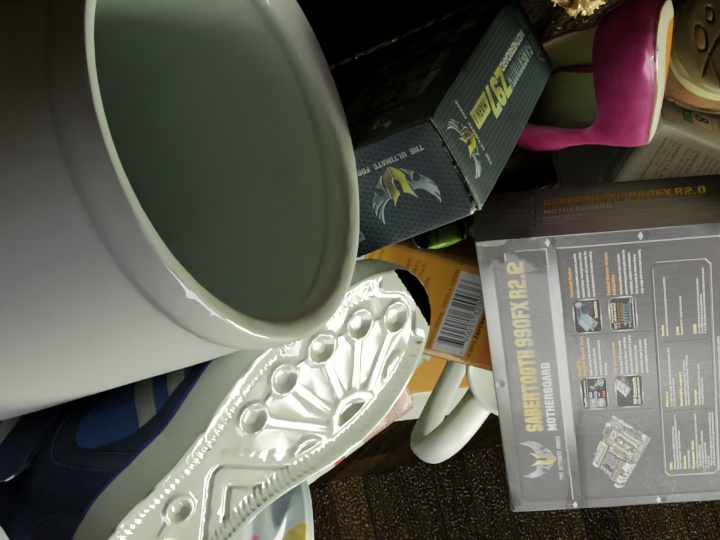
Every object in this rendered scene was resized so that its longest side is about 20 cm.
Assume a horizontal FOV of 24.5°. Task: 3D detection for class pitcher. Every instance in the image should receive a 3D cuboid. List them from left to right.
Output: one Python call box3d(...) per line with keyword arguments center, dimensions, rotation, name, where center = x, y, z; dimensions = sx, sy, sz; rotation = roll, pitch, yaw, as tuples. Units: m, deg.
box3d(center=(0.094, 0.037, 1.127), dimensions=(0.171, 0.121, 0.200), rotation=(-42, -165, 13), name="pitcher")

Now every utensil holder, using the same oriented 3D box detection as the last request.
box3d(center=(-0.126, -0.030, 0.664), dimensions=(0.198, 0.172, 0.169), rotation=(-18, 167, 30), name="utensil holder")

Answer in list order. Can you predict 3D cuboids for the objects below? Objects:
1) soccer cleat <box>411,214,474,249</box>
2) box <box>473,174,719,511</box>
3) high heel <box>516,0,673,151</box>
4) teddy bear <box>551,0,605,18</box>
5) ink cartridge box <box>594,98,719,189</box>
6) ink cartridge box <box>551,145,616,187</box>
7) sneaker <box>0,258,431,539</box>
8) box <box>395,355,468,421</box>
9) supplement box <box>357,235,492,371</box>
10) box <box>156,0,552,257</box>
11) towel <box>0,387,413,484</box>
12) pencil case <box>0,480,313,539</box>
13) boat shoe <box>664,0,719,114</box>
box3d(center=(0.041, -0.048, 0.957), dimensions=(0.067, 0.082, 0.200), rotation=(-16, 167, 10), name="soccer cleat")
box3d(center=(0.152, 0.046, 0.944), dimensions=(0.156, 0.202, 0.049), rotation=(-5, -146, 10), name="box")
box3d(center=(0.101, -0.099, 0.830), dimensions=(0.095, 0.068, 0.200), rotation=(9, 178, 3), name="high heel")
box3d(center=(0.121, -0.148, 0.637), dimensions=(0.144, 0.067, 0.200), rotation=(-20, 167, 18), name="teddy bear")
box3d(center=(0.220, 0.003, 0.965), dimensions=(0.198, 0.050, 0.162), rotation=(21, 125, -11), name="ink cartridge box")
box3d(center=(0.214, -0.063, 1.068), dimensions=(0.145, 0.085, 0.200), rotation=(-16, 167, 16), name="ink cartridge box")
box3d(center=(-0.080, 0.050, 0.735), dimensions=(0.200, 0.081, 0.146), rotation=(-44, -141, -14), name="sneaker")
box3d(center=(0.022, 0.043, 1.231), dimensions=(0.199, 0.126, 0.097), rotation=(-2, 163, -44), name="box")
box3d(center=(0.000, 0.000, 0.974), dimensions=(0.198, 0.069, 0.067), rotation=(17, -166, -25), name="supplement box")
box3d(center=(-0.018, -0.049, 0.784), dimensions=(0.199, 0.051, 0.158), rotation=(-21, -161, 28), name="box")
box3d(center=(-0.080, 0.074, 0.872), dimensions=(0.199, 0.145, 0.023), rotation=(-35, -151, -10), name="towel")
box3d(center=(-0.121, 0.130, 0.807), dimensions=(0.198, 0.091, 0.084), rotation=(-2, 138, -27), name="pencil case")
box3d(center=(0.239, -0.116, 0.916), dimensions=(0.198, 0.073, 0.067), rotation=(1, 171, -26), name="boat shoe")
